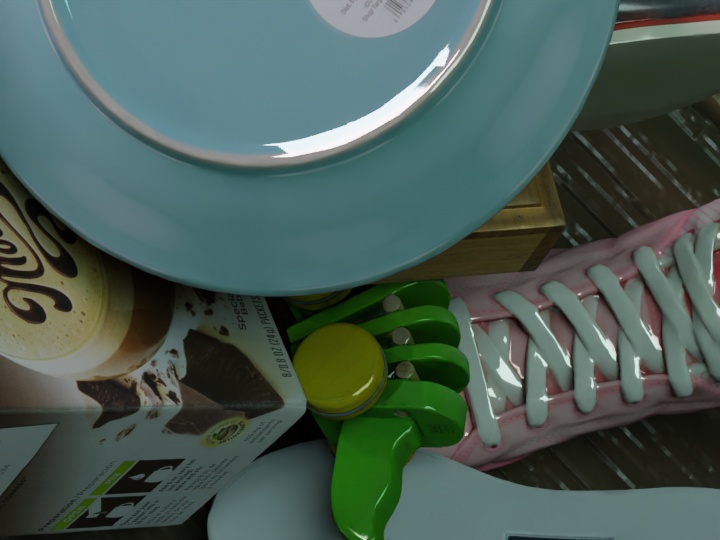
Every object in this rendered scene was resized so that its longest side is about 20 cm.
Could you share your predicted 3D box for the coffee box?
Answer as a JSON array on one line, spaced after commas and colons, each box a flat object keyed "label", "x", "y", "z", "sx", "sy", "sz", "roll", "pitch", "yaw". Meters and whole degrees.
[{"label": "coffee box", "x": -0.127, "y": 0.014, "z": 0.677, "sx": 0.199, "sy": 0.080, "sz": 0.114, "roll": 1, "pitch": 56, "yaw": -45}]

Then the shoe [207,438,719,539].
[{"label": "shoe", "x": 0.050, "y": 0.114, "z": 0.769, "sx": 0.198, "sy": 0.091, "sz": 0.072, "roll": 4, "pitch": 55, "yaw": 13}]

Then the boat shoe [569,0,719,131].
[{"label": "boat shoe", "x": 0.043, "y": -0.078, "z": 0.697, "sx": 0.198, "sy": 0.071, "sz": 0.063, "roll": -8, "pitch": 70, "yaw": -14}]

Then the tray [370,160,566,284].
[{"label": "tray", "x": -0.005, "y": -0.094, "z": 0.750, "sx": 0.098, "sy": 0.037, "sz": 0.202, "roll": -4, "pitch": 66, "yaw": -19}]

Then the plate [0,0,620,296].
[{"label": "plate", "x": -0.025, "y": -0.094, "z": 0.641, "sx": 0.198, "sy": 0.026, "sz": 0.202, "roll": -1, "pitch": 82, "yaw": 7}]

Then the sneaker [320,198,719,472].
[{"label": "sneaker", "x": 0.086, "y": 0.018, "z": 0.787, "sx": 0.199, "sy": 0.105, "sz": 0.076, "roll": -11, "pitch": 81, "yaw": -18}]

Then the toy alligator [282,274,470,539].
[{"label": "toy alligator", "x": 0.000, "y": 0.000, "z": 0.759, "sx": 0.054, "sy": 0.059, "sz": 0.201, "roll": -17, "pitch": 57, "yaw": 5}]
